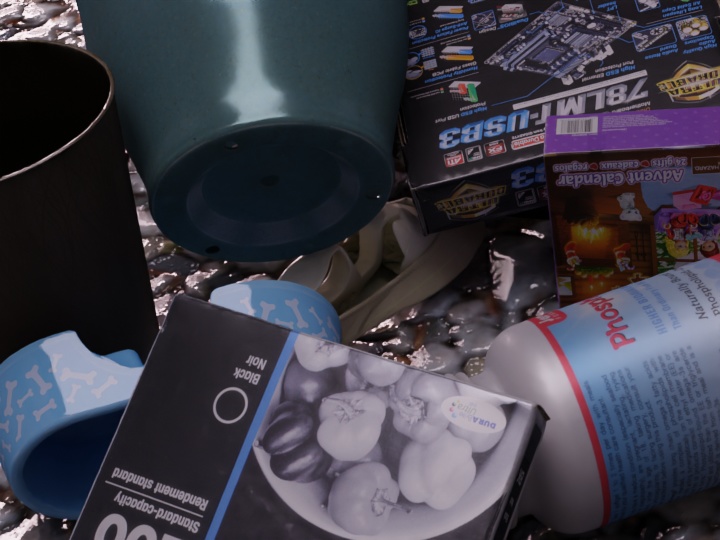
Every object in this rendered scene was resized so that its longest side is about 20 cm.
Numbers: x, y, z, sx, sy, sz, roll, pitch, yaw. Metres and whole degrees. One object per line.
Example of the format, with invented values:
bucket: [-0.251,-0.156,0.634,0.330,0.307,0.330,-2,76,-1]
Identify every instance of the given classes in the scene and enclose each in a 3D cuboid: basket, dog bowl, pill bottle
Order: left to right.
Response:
basket: [-0.190,-0.005,0.957,0.179,0.201,0.136,-4,41,13]
dog bowl: [-0.100,0.073,0.922,0.199,0.112,0.050,-16,49,-6]
pill bottle: [0.131,0.065,0.869,0.199,0.109,0.109,-18,39,-8]

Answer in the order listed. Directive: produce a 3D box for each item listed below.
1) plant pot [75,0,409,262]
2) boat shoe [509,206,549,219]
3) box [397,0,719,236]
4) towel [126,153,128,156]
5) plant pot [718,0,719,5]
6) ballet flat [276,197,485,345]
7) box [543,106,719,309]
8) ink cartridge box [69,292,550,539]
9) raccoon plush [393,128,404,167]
plant pot: [-0.059,-0.116,0.974,0.199,0.200,0.189,-11,59,0]
boat shoe: [0.163,-0.036,1.022,0.198,0.075,0.066,19,76,20]
box: [0.115,-0.128,1.031,0.199,0.050,0.199,-15,50,7]
towel: [-0.187,-0.123,1.247,0.199,0.023,0.145,-20,39,-9]
plant pot: [0.145,-0.259,1.217,0.183,0.201,0.201,-5,38,26]
ballet flat: [0.000,0.000,1.016,0.069,0.070,0.200,25,51,37]
box: [0.203,-0.022,0.935,0.199,0.137,0.039,-2,39,12]
ink cartridge box: [-0.037,0.129,0.804,0.197,0.043,0.201,15,77,24]
raccoon plush: [0.032,-0.115,1.152,0.134,0.097,0.200,-30,59,-36]
